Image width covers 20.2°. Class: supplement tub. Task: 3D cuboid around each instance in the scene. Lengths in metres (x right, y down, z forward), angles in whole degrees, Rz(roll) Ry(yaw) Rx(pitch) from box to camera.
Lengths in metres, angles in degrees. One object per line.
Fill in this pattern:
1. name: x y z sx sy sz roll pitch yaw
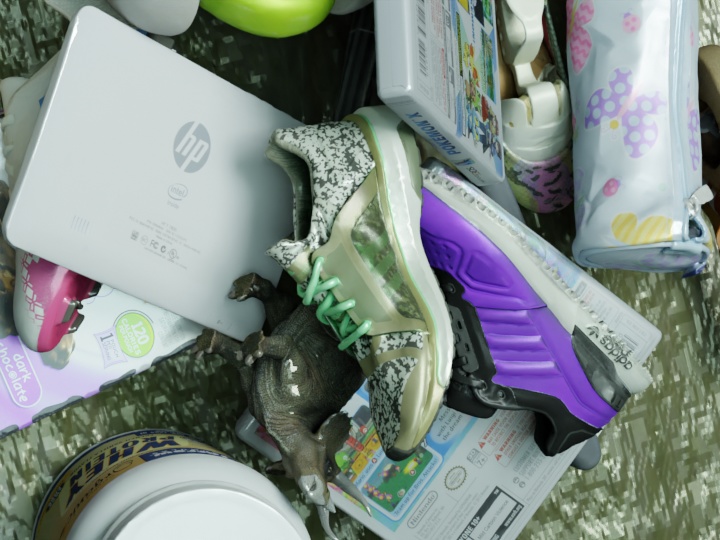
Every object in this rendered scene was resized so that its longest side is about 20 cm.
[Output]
1. supplement tub: -0.104 0.169 1.133 0.143 0.200 0.146 0 92 -16

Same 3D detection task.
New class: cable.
1. cable: 0.018 -0.147 1.178 0.050 0.097 0.202 11 63 -6

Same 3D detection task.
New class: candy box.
1. candy box: -0.180 -0.012 1.173 0.199 0.071 0.169 -25 97 -13

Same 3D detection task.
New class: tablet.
1. tablet: -0.102 -0.048 1.100 0.199 0.014 0.131 26 79 -48

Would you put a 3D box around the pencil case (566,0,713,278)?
1. pencil case: 0.165 -0.098 1.206 0.082 0.091 0.202 3 76 -17

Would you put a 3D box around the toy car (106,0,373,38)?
1. toy car: -0.061 -0.228 1.081 0.174 0.150 0.201 -9 67 -30

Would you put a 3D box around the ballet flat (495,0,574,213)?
1. ballet flat: 0.098 -0.132 1.247 0.069 0.071 0.202 -16 96 -15

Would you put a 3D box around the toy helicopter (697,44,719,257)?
1. toy helicopter: 0.236 -0.041 1.257 0.078 0.132 0.202 -15 96 -15

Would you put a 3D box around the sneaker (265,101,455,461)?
1. sneaker: -0.010 0.006 1.079 0.088 0.077 0.202 -1 68 -24

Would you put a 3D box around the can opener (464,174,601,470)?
1. can opener: 0.106 0.029 1.255 0.053 0.067 0.201 -27 105 -13

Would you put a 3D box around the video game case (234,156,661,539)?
1. video game case: 0.054 0.065 1.204 0.182 0.024 0.201 36 91 -15

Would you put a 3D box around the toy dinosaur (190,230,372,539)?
1. toy dinosaur: -0.027 0.042 1.137 0.102 0.077 0.201 44 50 -30

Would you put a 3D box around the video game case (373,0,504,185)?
1. video game case: 0.042 -0.166 1.123 0.022 0.182 0.202 -7 75 18

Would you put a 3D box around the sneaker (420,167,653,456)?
1. sneaker: 0.070 0.031 1.153 0.200 0.070 0.100 44 92 -14

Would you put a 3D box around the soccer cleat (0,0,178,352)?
1. soccer cleat: -0.167 -0.058 1.111 0.086 0.070 0.202 18 84 1
